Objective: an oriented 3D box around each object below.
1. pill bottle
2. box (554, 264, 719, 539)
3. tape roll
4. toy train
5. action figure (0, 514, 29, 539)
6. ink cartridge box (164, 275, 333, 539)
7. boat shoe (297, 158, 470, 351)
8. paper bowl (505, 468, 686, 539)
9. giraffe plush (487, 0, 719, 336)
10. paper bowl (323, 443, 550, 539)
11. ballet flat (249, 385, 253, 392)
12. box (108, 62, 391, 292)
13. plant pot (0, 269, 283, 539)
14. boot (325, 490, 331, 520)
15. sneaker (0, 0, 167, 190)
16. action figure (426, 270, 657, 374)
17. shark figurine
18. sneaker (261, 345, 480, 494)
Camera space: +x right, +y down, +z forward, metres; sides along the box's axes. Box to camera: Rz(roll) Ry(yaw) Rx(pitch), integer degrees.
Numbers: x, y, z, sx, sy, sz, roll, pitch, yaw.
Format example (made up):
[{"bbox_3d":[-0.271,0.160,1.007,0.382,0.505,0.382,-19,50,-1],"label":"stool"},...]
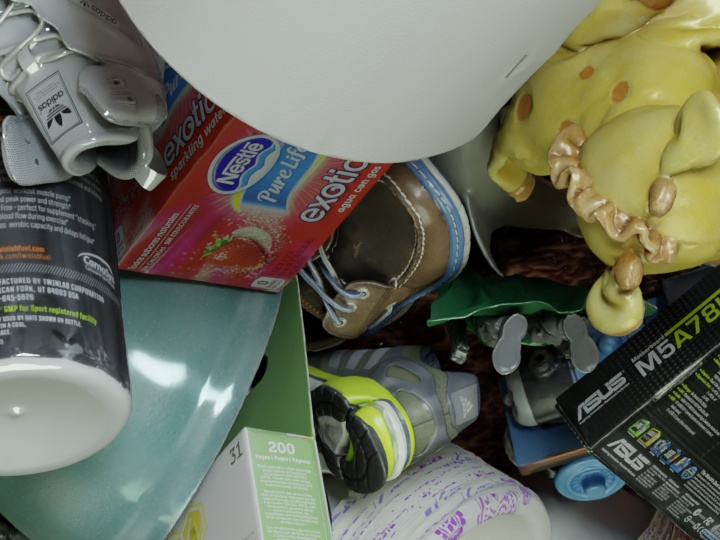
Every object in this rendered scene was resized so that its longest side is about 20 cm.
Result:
[{"bbox_3d":[-0.167,-0.013,1.300,0.106,0.200,0.106,-6,147,-4],"label":"pill bottle"},{"bbox_3d":[0.229,0.061,1.540,0.193,0.048,0.200,-42,143,7],"label":"box"},{"bbox_3d":[0.008,-0.163,1.116,0.202,0.203,0.139,10,143,-29],"label":"tape roll"},{"bbox_3d":[0.174,0.065,1.640,0.200,0.087,0.114,-16,140,9],"label":"toy train"},{"bbox_3d":[-0.254,0.142,1.632,0.200,0.055,0.118,34,140,-30],"label":"action figure"},{"bbox_3d":[-0.070,0.116,1.395,0.048,0.200,0.146,9,144,-29],"label":"ink cartridge box"},{"bbox_3d":[0.000,0.000,1.446,0.072,0.072,0.200,-34,168,-23],"label":"boat shoe"},{"bbox_3d":[0.106,0.194,1.747,0.200,0.201,0.104,-24,102,21],"label":"paper bowl"},{"bbox_3d":[0.143,-0.064,1.304,0.200,0.162,0.173,-16,129,-5],"label":"giraffe plush"},{"bbox_3d":[0.010,0.189,1.570,0.201,0.104,0.201,-40,147,-32],"label":"paper bowl"},{"bbox_3d":[-0.100,0.103,1.644,0.071,0.069,0.200,-9,157,-39],"label":"ballet flat"},{"bbox_3d":[-0.041,-0.085,1.318,0.095,0.100,0.200,9,143,-29],"label":"box"},{"bbox_3d":[-0.145,0.046,1.434,0.134,0.200,0.200,28,136,-14],"label":"plant pot"},{"bbox_3d":[-0.077,0.120,1.517,0.070,0.200,0.132,16,118,-37],"label":"boot"},{"bbox_3d":[-0.152,-0.111,1.230,0.075,0.115,0.200,-29,144,27],"label":"sneaker"},{"bbox_3d":[0.082,0.025,1.498,0.118,0.055,0.200,1,-175,-6],"label":"action figure"},{"bbox_3d":[0.087,-0.034,1.454,0.128,0.090,0.214,-32,141,32],"label":"shark figurine"},{"bbox_3d":[0.004,0.073,1.517,0.081,0.074,0.200,-18,-165,-18],"label":"sneaker"}]
